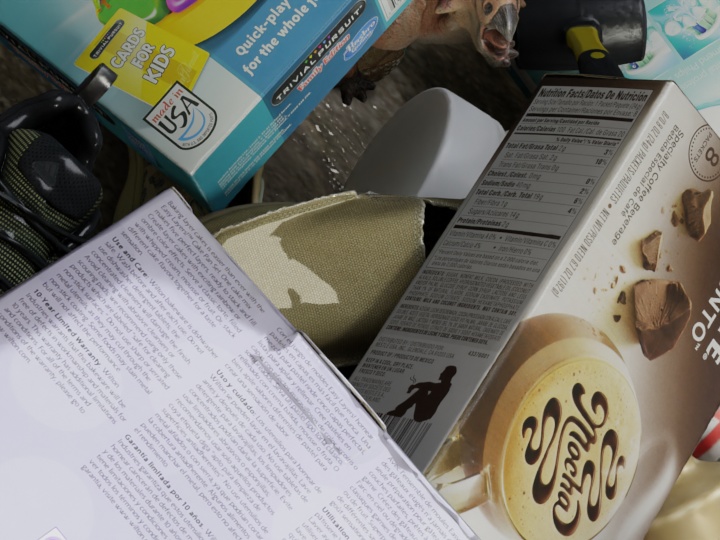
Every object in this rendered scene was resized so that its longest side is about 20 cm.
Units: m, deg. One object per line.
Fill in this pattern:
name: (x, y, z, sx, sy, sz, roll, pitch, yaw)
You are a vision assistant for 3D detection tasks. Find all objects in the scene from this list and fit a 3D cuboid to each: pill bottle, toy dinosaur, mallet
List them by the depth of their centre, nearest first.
toy dinosaur: (0.007, -0.151, 1.220, 0.200, 0.136, 0.086, 35, 57, 19)
mallet: (0.114, -0.096, 1.221, 0.066, 0.041, 0.200, -6, 16, -6)
pill bottle: (0.092, 0.004, 1.265, 0.200, 0.114, 0.114, 31, 36, -20)

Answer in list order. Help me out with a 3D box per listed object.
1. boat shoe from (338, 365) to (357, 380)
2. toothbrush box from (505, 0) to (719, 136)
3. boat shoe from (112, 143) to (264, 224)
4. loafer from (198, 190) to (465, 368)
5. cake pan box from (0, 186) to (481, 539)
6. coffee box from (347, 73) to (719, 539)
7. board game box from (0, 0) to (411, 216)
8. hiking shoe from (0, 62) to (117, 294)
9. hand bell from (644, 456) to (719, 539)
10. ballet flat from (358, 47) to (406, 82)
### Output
boat shoe: (0.002, 0.074, 1.148, 0.200, 0.072, 0.068, -14, 90, -49)
toothbrush box: (0.145, -0.098, 1.386, 0.200, 0.085, 0.146, 55, -9, 17)
boat shoe: (-0.069, -0.065, 1.213, 0.073, 0.063, 0.200, 24, 39, -27)
loafer: (0.000, 0.000, 1.116, 0.200, 0.067, 0.076, -14, 90, -35)
cake pan box: (-0.072, 0.094, 0.913, 0.184, 0.052, 0.200, -37, 80, -31)
coffee box: (0.080, 0.033, 1.084, 0.113, 0.080, 0.200, 46, 67, -32)
board game box: (-0.086, -0.141, 1.153, 0.200, 0.151, 0.047, 38, -10, 23)
hiking shoe: (-0.148, -0.008, 1.036, 0.076, 0.101, 0.200, 34, 36, -16)
hand bell: (0.128, 0.069, 1.195, 0.200, 0.104, 0.104, 62, 34, -7)
ballet flat: (-0.052, -0.169, 1.337, 0.200, 0.065, 0.071, 31, 37, -19)
